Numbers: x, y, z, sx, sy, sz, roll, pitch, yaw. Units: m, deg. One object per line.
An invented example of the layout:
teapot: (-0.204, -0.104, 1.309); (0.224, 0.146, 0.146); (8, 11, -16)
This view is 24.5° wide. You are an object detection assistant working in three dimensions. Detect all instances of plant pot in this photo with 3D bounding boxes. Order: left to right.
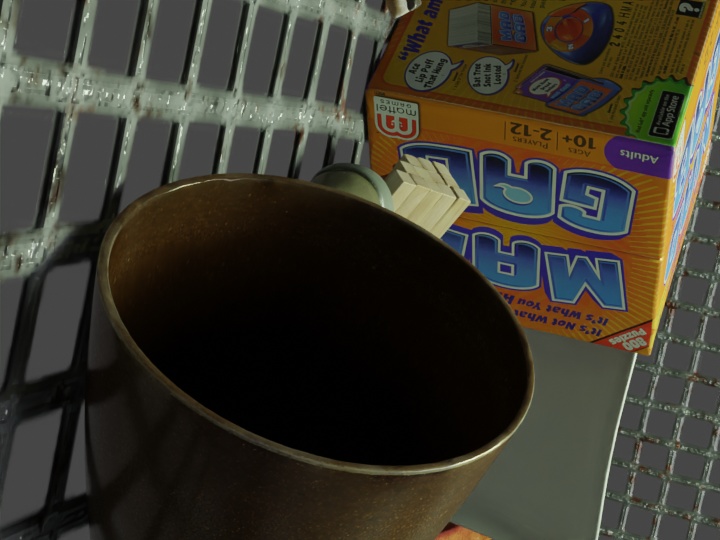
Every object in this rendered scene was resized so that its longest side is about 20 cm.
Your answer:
plant pot: (-0.046, 0.092, 0.729); (0.187, 0.186, 0.201); (-55, 169, -56)

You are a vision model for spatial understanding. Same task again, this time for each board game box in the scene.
board game box: (0.132, -0.098, 1.141); (0.200, 0.199, 0.200); (85, 23, -48)

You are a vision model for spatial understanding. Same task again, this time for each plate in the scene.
plate: (0.108, 0.100, 1.236); (0.032, 0.199, 0.201); (-7, 111, -55)

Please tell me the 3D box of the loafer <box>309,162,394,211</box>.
loafer: (-0.026, 0.040, 0.940); (0.070, 0.075, 0.201); (-17, 110, -68)

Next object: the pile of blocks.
pile of blocks: (0.000, 0.000, 1.035); (0.062, 0.082, 0.201); (59, -34, 38)

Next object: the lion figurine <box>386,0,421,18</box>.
lion figurine: (0.048, -0.234, 0.952); (0.123, 0.072, 0.200); (62, 37, -16)

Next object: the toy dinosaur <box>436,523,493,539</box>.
toy dinosaur: (0.085, 0.227, 1.305); (0.181, 0.105, 0.200); (-44, 156, -8)
